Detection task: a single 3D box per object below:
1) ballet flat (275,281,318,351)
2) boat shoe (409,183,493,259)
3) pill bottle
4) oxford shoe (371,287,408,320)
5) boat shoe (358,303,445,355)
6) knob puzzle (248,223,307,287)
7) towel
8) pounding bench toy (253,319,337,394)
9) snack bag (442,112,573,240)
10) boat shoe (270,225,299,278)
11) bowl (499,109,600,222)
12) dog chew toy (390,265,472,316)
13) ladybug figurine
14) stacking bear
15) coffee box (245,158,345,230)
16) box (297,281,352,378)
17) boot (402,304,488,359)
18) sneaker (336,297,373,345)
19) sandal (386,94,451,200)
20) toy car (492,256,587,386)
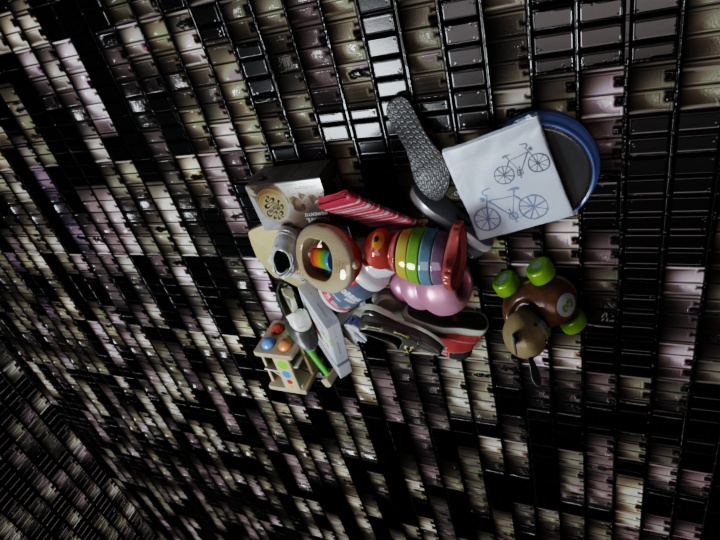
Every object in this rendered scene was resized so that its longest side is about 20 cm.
[{"bbox_3d":[-0.164,0.107,1.365,0.201,0.066,0.070,53,155,34],"label":"ballet flat"},{"bbox_3d":[0.170,-0.091,1.090,0.196,0.071,0.066,32,135,-11],"label":"boat shoe"},{"bbox_3d":[0.000,0.000,1.210,0.119,0.121,0.199,42,136,-12],"label":"pill bottle"},{"bbox_3d":[0.096,0.097,1.277,0.075,0.058,0.198,-44,128,14],"label":"oxford shoe"},{"bbox_3d":[0.088,0.143,1.189,0.196,0.062,0.072,25,158,-2],"label":"boat shoe"},{"bbox_3d":[-0.174,-0.050,1.316,0.211,0.031,0.224,13,137,12],"label":"knob puzzle"},{"bbox_3d":[0.024,-0.111,1.078,0.194,0.023,0.143,18,172,-28],"label":"towel"},{"bbox_3d":[-0.163,0.228,1.489,0.193,0.126,0.160,2,129,26],"label":"pounding bench toy"},{"bbox_3d":[0.251,-0.155,0.964,0.184,0.022,0.203,-14,120,35],"label":"snack bag"},{"bbox_3d":[-0.173,-0.022,1.249,0.070,0.070,0.201,23,152,-6],"label":"boat shoe"},{"bbox_3d":[0.311,-0.173,0.961,0.194,0.040,0.206,15,132,17],"label":"bowl"},{"bbox_3d":[0.140,0.028,1.168,0.196,0.125,0.127,1,131,48],"label":"dog chew toy"},{"bbox_3d":[-0.060,-0.028,1.129,0.197,0.070,0.141,20,115,48],"label":"ladybug figurine"},{"bbox_3d":[0.096,-0.032,1.048,0.193,0.126,0.114,9,166,23],"label":"stacking bear"},{"bbox_3d":[-0.132,-0.159,1.178,0.193,0.081,0.116,-1,128,28],"label":"coffee box"},{"bbox_3d":[-0.085,0.147,1.361,0.157,0.040,0.204,50,159,40],"label":"box"},{"bbox_3d":[0.176,0.146,1.257,0.192,0.074,0.147,12,137,-7],"label":"boot"},{"bbox_3d":[0.003,0.110,1.337,0.080,0.116,0.199,42,164,-10],"label":"sneaker"},{"bbox_3d":[0.114,-0.230,1.022,0.073,0.045,0.205,-21,101,33],"label":"sandal"},{"bbox_3d":[0.337,0.111,1.071,0.155,0.202,0.165,-24,115,40],"label":"toy car"}]
